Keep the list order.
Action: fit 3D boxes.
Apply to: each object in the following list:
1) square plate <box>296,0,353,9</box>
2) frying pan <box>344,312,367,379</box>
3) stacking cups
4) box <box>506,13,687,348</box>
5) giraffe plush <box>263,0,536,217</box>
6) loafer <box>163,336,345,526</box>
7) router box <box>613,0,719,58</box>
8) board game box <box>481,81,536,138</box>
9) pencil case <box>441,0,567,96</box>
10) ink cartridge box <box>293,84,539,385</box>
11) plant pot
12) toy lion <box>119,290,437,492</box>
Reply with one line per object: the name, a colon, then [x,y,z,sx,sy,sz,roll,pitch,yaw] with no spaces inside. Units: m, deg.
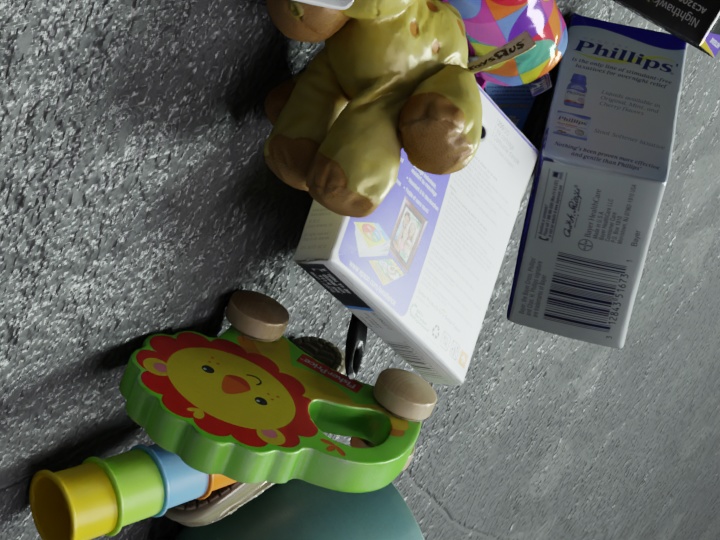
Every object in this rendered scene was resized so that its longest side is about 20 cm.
square plate: [-0.054,-0.258,1.209,0.199,0.028,0.199,6,115,-37]
frying pan: [0.008,0.004,1.582,0.115,0.031,0.192,33,54,-57]
stacking cups: [-0.138,0.148,1.514,0.199,0.060,0.061,-13,133,-39]
box: [0.196,-0.076,1.754,0.201,0.104,0.185,-72,173,-48]
giraffe plush: [0.006,-0.161,1.378,0.200,0.172,0.163,-38,129,-13]
loafer: [-0.078,0.135,1.634,0.200,0.075,0.069,-41,145,-31]
router box: [0.208,-0.271,1.527,0.158,0.199,0.052,-60,158,7]
board game box: [0.092,-0.152,1.668,0.200,0.019,0.104,-7,123,-58]
pencil case: [0.089,-0.208,1.506,0.089,0.088,0.200,-50,147,-13]
ink cartridge box: [0.045,-0.049,1.545,0.198,0.043,0.201,43,60,-46]
plant pot: [-0.064,0.254,1.673,0.160,0.200,0.202,-19,137,-37]
toy lion: [-0.063,0.098,1.491,0.069,0.199,0.192,-66,172,25]
